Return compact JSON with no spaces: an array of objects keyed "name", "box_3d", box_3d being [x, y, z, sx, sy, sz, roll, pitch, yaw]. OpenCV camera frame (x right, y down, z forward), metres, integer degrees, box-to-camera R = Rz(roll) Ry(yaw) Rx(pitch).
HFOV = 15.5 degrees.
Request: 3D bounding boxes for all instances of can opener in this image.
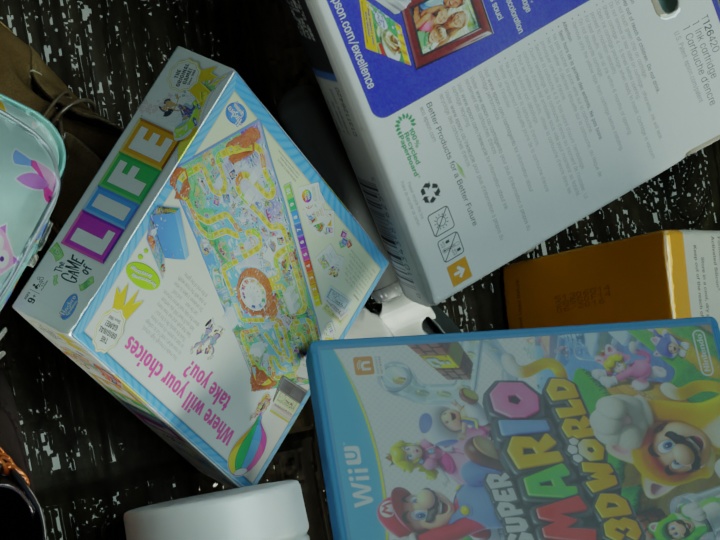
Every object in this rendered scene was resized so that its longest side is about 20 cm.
[{"name":"can opener","box_3d":[0.000,0.000,1.327,0.200,0.053,0.066,61,17,-16]}]

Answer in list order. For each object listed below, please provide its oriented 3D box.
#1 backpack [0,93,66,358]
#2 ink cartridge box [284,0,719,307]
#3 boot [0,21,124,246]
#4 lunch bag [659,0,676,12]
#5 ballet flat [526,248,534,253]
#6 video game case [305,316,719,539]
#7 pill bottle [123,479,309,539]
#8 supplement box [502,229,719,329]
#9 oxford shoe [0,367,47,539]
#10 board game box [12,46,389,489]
[{"name":"backpack","box_3d":[-0.226,-0.003,1.061,0.176,0.153,0.200,31,78,-22]},{"name":"ink cartridge box","box_3d":[0.074,-0.116,1.270,0.200,0.047,0.198,-31,112,-21]},{"name":"boot","box_3d":[-0.143,-0.070,1.195,0.200,0.075,0.074,44,59,-24]},{"name":"lunch bag","box_3d":[0.104,-0.173,1.389,0.200,0.122,0.170,-31,108,-39]},{"name":"ballet flat","box_3d":[0.095,-0.041,1.400,0.200,0.067,0.062,-28,135,-38]},{"name":"video game case","box_3d":[0.083,0.091,1.220,0.200,0.018,0.143,-3,59,-11]},{"name":"pill bottle","box_3d":[-0.050,0.200,1.198,0.111,0.111,0.200,-9,88,-41]},{"name":"supplement box","box_3d":[0.192,0.023,1.425,0.200,0.126,0.074,0,81,-39]},{"name":"oxford shoe","box_3d":[-0.157,0.097,1.109,0.071,0.073,0.200,20,37,-27]},{"name":"board game box","box_3d":[-0.065,0.005,1.188,0.135,0.034,0.200,-59,150,-12]}]
